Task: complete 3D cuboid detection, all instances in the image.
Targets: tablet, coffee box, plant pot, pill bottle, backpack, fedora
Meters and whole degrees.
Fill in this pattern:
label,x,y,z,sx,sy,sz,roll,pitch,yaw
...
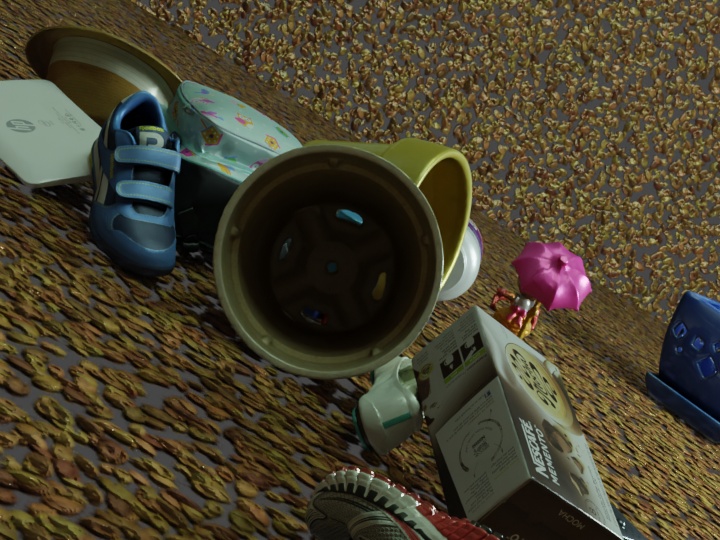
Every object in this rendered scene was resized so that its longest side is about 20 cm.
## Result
label,x,y,z,sx,sy,sz,roll,pitch,yaw
tablet,-0.311,-0.137,1.393,0.129,0.014,0.200,-11,38,-40
coffee box,0.117,0.138,1.119,0.113,0.080,0.201,37,23,-30
plant pot,0.008,-0.071,1.722,0.188,0.203,0.200,19,4,26
pill bottle,0.110,-0.021,1.973,0.112,0.113,0.200,32,10,2
plant pot,-0.029,-0.005,1.319,0.199,0.201,0.183,32,-2,0
backpack,-0.155,-0.103,1.460,0.175,0.154,0.200,18,9,-36
plant pot,0.581,0.168,2.297,0.200,0.181,0.199,38,12,31
fedora,-0.276,-0.178,1.542,0.199,0.082,0.201,15,-25,7

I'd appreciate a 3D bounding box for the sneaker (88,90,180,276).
label,x,y,z,sx,sy,sz,roll,pitch,yaw
sneaker,-0.199,-0.080,1.286,0.073,0.082,0.201,12,41,-31

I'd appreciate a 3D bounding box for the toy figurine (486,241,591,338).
label,x,y,z,sx,sy,sz,roll,pitch,yaw
toy figurine,0.189,0.051,1.654,0.149,0.185,0.200,30,9,-7

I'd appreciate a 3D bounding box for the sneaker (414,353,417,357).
label,x,y,z,sx,sy,sz,roll,pitch,yaw
sneaker,0.095,0.099,1.464,0.091,0.076,0.200,26,9,-5

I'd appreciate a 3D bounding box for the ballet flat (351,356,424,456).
label,x,y,z,sx,sy,sz,roll,pitch,yaw
ballet flat,0.040,0.109,1.234,0.069,0.070,0.200,32,11,2

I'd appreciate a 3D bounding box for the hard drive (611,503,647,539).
label,x,y,z,sx,sy,sz,roll,pitch,yaw
hard drive,0.159,0.191,1.287,0.134,0.043,0.200,24,13,-40

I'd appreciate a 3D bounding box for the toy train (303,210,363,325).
label,x,y,z,sx,sy,sz,roll,pitch,yaw
toy train,0.000,0.000,1.517,0.084,0.116,0.200,36,11,22

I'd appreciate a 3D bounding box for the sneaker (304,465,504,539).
label,x,y,z,sx,sy,sz,roll,pitch,yaw
sneaker,0.024,0.177,0.848,0.078,0.082,0.199,47,-17,-32
